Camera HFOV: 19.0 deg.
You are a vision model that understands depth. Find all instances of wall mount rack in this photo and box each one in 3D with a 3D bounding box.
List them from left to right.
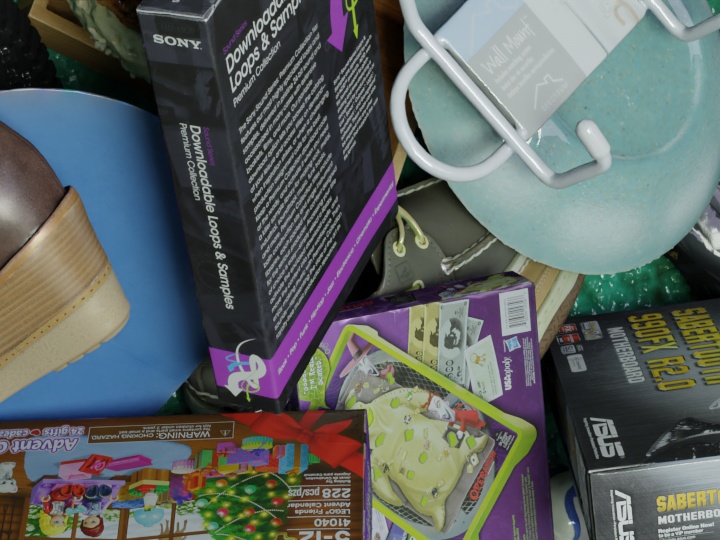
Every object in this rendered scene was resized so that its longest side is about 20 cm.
[{"bbox_3d":[0.078,-0.141,0.967,0.174,0.074,0.200,48,61,-10],"label":"wall mount rack"}]

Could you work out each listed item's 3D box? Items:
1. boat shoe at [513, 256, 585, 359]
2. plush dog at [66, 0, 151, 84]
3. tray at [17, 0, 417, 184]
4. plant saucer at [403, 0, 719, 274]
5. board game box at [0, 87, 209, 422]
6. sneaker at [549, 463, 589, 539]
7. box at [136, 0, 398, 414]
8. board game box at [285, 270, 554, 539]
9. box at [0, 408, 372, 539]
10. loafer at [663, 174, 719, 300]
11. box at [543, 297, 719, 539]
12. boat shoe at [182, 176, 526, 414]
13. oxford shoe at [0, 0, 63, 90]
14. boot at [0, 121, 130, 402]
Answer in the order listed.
[{"bbox_3d":[0.036,0.045,1.052,0.076,0.072,0.200,38,70,-7],"label":"boat shoe"},{"bbox_3d":[-0.099,-0.154,0.920,0.160,0.200,0.172,-31,79,14],"label":"plush dog"},{"bbox_3d":[-0.059,-0.120,1.036,0.199,0.037,0.099,25,74,-23],"label":"tray"},{"bbox_3d":[0.115,-0.100,1.046,0.200,0.039,0.202,7,77,-31],"label":"plant saucer"},{"bbox_3d":[-0.141,0.003,0.946,0.158,0.039,0.200,31,111,-27],"label":"board game box"},{"bbox_3d":[0.151,0.158,1.086,0.199,0.088,0.076,27,72,-24],"label":"sneaker"},{"bbox_3d":[-0.032,-0.062,0.891,0.143,0.036,0.201,-59,152,-44],"label":"box"},{"bbox_3d":[0.030,0.108,0.998,0.119,0.032,0.201,-12,107,-21],"label":"board game box"},{"bbox_3d":[-0.095,0.121,0.901,0.199,0.039,0.137,-3,42,2],"label":"box"},{"bbox_3d":[0.196,-0.022,1.136,0.200,0.068,0.071,40,78,-14],"label":"loafer"},{"bbox_3d":[0.174,0.067,1.015,0.158,0.200,0.049,-8,108,2],"label":"box"},{"bbox_3d":[0.002,0.002,1.018,0.201,0.072,0.060,-31,144,-18],"label":"boat shoe"},{"bbox_3d":[-0.195,-0.094,0.950,0.200,0.084,0.073,54,31,-30],"label":"oxford shoe"},{"bbox_3d":[-0.211,-0.001,0.879,0.200,0.072,0.167,-33,109,14],"label":"boot"}]
